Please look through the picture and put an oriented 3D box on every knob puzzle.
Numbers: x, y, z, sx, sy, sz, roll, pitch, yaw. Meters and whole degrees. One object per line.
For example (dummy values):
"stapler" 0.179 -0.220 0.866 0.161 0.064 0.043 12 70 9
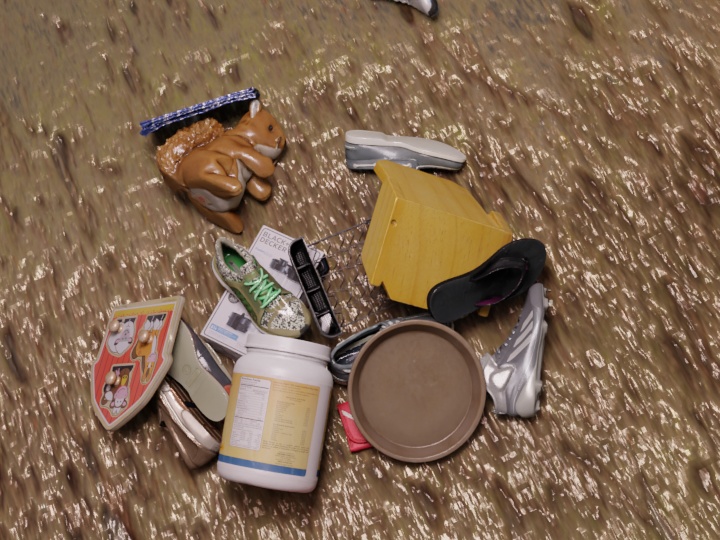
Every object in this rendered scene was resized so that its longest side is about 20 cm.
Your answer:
"knob puzzle" -0.348 0.136 1.592 0.218 0.030 0.223 -24 51 34

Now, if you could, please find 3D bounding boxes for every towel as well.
"towel" -0.261 -0.260 1.765 0.197 0.145 0.024 -18 99 0

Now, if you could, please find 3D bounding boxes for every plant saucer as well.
"plant saucer" 0.080 0.171 1.535 0.196 0.029 0.204 0 91 0

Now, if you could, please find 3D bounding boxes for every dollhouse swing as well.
"dollhouse swing" 0.094 -0.051 1.619 0.197 0.176 0.184 14 97 -24

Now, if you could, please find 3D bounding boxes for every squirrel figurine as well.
"squirrel figurine" -0.219 -0.192 1.723 0.198 0.142 0.188 24 65 15

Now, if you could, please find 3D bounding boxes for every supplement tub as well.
"supplement tub" -0.116 0.199 1.506 0.142 0.145 0.203 8 81 11

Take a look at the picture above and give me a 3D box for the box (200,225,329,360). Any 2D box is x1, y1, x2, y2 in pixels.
"box" -0.144 0.045 1.645 0.115 0.060 0.202 24 71 17

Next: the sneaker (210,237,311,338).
"sneaker" -0.154 0.024 1.573 0.199 0.089 0.077 40 76 21

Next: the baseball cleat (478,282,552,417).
"baseball cleat" 0.222 0.110 1.561 0.105 0.070 0.203 4 66 9

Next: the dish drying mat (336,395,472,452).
"dish drying mat" 0.069 0.199 1.570 0.197 0.018 0.078 -19 64 -1

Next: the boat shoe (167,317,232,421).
"boat shoe" -0.242 0.140 1.606 0.071 0.062 0.201 -46 71 19

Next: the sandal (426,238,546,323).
"sandal" 0.191 0.021 1.550 0.199 0.076 0.048 -28 20 -12

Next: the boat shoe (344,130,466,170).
"boat shoe" 0.070 -0.179 1.727 0.197 0.073 0.063 10 111 5

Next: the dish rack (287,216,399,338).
"dish rack" 0.000 0.000 1.612 0.198 0.055 0.155 -22 86 -16

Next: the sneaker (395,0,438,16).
"sneaker" 0.057 -0.489 1.857 0.086 0.075 0.200 -38 59 -2

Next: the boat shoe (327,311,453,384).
"boat shoe" 0.044 0.109 1.581 0.197 0.062 0.074 -21 65 -2

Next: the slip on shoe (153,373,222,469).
"slip on shoe" -0.278 0.205 1.592 0.061 0.076 0.200 -45 71 6
